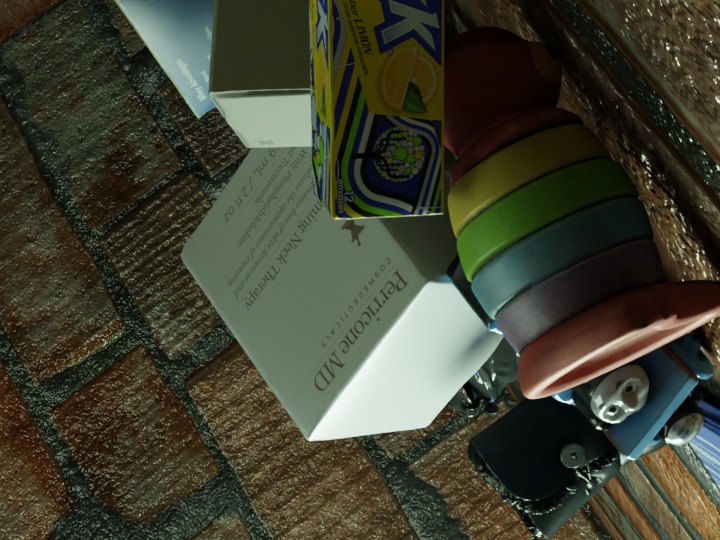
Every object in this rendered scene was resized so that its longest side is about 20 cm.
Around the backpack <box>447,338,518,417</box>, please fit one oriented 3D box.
[{"bbox_3d":[0.104,0.019,1.372,0.190,0.153,0.201,43,165,44],"label":"backpack"}]

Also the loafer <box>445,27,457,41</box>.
[{"bbox_3d":[0.075,-0.116,0.854,0.200,0.073,0.073,45,166,23],"label":"loafer"}]

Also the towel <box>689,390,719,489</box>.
[{"bbox_3d":[0.296,0.174,0.916,0.201,0.024,0.145,55,177,-14],"label":"towel"}]

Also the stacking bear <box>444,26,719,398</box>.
[{"bbox_3d":[0.098,-0.043,0.712,0.121,0.113,0.202,-6,-112,-51],"label":"stacking bear"}]

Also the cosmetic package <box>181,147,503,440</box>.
[{"bbox_3d":[0.000,0.000,1.020,0.165,0.168,0.201,4,-139,-52],"label":"cosmetic package"}]

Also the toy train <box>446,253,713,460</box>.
[{"bbox_3d":[0.146,0.038,0.859,0.113,0.087,0.201,16,-152,-39],"label":"toy train"}]

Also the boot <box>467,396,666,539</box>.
[{"bbox_3d":[0.151,0.096,0.995,0.201,0.167,0.076,56,179,-22],"label":"boot"}]

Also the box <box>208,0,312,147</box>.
[{"bbox_3d":[-0.041,-0.185,0.798,0.095,0.076,0.203,55,-145,-73],"label":"box"}]

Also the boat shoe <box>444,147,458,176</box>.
[{"bbox_3d":[0.016,-0.147,0.950,0.199,0.063,0.071,37,151,-25],"label":"boat shoe"}]

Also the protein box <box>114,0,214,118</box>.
[{"bbox_3d":[-0.131,-0.288,1.164,0.135,0.199,0.199,55,179,32],"label":"protein box"}]

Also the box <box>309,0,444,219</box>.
[{"bbox_3d":[0.007,-0.133,0.686,0.070,0.063,0.203,-131,39,-73],"label":"box"}]
